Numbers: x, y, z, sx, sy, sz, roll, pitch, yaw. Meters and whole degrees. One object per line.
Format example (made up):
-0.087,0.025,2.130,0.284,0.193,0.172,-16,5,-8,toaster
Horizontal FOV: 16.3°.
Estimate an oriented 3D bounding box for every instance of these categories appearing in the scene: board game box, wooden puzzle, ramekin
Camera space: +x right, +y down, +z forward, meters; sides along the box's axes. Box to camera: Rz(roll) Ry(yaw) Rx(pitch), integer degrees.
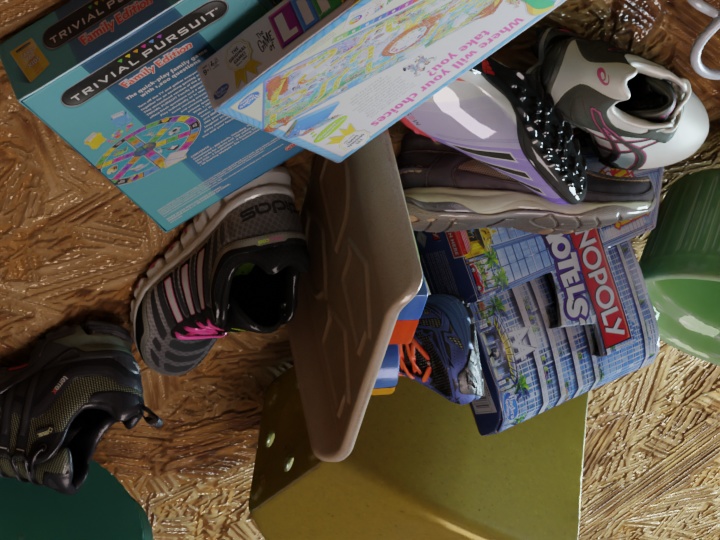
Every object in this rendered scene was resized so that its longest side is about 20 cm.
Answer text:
0.145,-0.011,1.788,0.200,0.200,0.062,-22,-175,-29,board game box
0.020,-0.146,1.495,0.200,0.034,0.134,-35,151,22,board game box
0.000,0.000,1.665,0.046,0.185,0.200,1,143,-19,wooden puzzle
-0.107,-0.116,1.546,0.151,0.047,0.200,-31,149,8,board game box
0.304,0.003,1.888,0.200,0.098,0.200,16,162,6,ramekin

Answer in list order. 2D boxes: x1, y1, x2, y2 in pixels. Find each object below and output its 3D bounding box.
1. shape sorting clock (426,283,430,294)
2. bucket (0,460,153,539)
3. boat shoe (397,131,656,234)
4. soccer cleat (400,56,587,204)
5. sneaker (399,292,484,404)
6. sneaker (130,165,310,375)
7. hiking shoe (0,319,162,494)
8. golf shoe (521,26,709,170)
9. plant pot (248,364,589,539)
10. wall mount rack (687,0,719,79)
0.090,0.011,1.893,0.200,0.039,0.200,-8,148,-5,shape sorting clock
-0.249,0.232,1.833,0.207,0.207,0.135,-12,141,-22,bucket
0.114,-0.065,1.700,0.200,0.073,0.074,1,172,-31,boat shoe
0.068,-0.104,1.628,0.073,0.068,0.200,-32,123,30,soccer cleat
0.021,0.049,1.749,0.078,0.200,0.075,-22,116,-22,sneaker
-0.094,0.020,1.724,0.074,0.087,0.200,1,141,-37,sneaker
-0.238,0.117,1.754,0.200,0.101,0.076,-31,149,9,hiking shoe
0.192,-0.107,1.721,0.200,0.088,0.077,15,90,-50,golf shoe
0.031,0.147,1.893,0.200,0.194,0.196,24,143,-23,plant pot
0.303,-0.209,1.687,0.174,0.075,0.200,17,129,-45,wall mount rack
